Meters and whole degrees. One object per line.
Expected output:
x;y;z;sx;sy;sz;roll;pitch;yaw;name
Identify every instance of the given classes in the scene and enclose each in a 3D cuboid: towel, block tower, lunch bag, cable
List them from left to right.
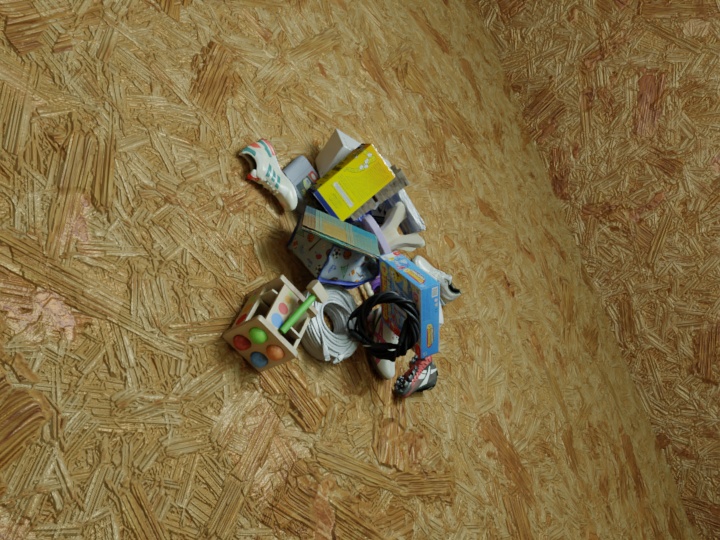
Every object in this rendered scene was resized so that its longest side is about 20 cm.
-0.077;0.128;1.517;0.199;0.069;0.202;-18;84;-55;cable
-0.061;-0.043;1.544;0.199;0.125;0.170;7;29;-46;lunch bag
-0.048;-0.090;1.464;0.198;0.022;0.147;22;22;-11;towel
0.037;-0.217;1.693;0.054;0.199;0.058;52;12;-35;block tower
0.063;0.135;1.452;0.164;0.200;0.051;51;35;2;cable
0.126;-0.169;1.794;0.024;0.200;0.148;-31;92;-10;towel

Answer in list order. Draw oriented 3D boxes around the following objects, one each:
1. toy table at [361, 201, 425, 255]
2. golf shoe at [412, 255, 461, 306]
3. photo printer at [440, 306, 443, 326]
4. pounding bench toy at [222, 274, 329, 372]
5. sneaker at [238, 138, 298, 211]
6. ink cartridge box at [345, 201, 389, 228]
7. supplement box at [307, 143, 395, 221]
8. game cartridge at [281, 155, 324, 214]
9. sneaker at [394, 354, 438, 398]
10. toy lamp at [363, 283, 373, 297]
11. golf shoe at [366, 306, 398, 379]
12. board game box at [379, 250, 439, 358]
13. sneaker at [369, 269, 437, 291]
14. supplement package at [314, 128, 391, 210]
0.092;-0.102;1.751;0.184;0.116;0.201;54;-10;32;toy table
0.250;0.019;1.963;0.200;0.097;0.079;49;41;-19;golf shoe
0.162;0.089;1.834;0.199;0.069;0.168;14;59;-47;photo printer
-0.171;0.109;1.299;0.124;0.199;0.157;48;39;-22;pounding bench toy
-0.238;-0.230;1.537;0.093;0.070;0.201;-31;97;-36;sneaker
0.022;-0.175;1.833;0.199;0.044;0.095;2;67;-50;ink cartridge box
-0.026;-0.231;1.603;0.110;0.200;0.109;51;-3;-18;supplement box
-0.138;-0.206;1.661;0.201;0.041;0.133;53;42;-16;game cartridge
0.166;0.311;1.711;0.098;0.071;0.200;58;35;-6;sneaker
0.000;0.000;1.695;0.058;0.058;0.202;-24;89;-54;toy lamp
0.072;0.192;1.643;0.072;0.091;0.202;20;57;-54;golf shoe
0.120;0.082;1.512;0.055;0.196;0.202;-17;121;-23;board game box
0.120;0.036;1.739;0.081;0.198;0.084;52;40;-73;sneaker
-0.013;-0.289;1.739;0.199;0.120;0.122;26;26;-29;supplement package
